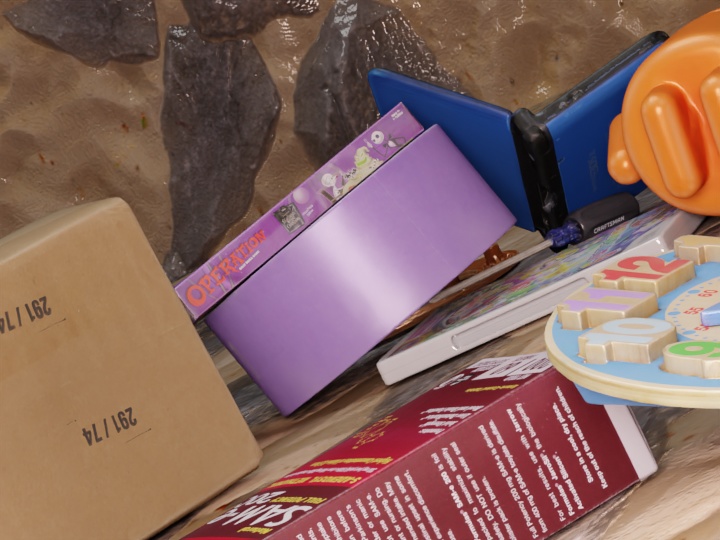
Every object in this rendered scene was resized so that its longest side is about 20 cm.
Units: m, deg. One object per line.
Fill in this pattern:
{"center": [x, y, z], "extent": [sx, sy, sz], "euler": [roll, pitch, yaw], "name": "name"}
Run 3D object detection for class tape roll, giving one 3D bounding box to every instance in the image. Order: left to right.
{"center": [0.000, 0.000, 1.794], "extent": [0.200, 0.085, 0.200], "euler": [-39, 0, 0], "name": "tape roll"}

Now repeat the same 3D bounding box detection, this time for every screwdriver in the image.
{"center": [0.116, -0.016, 1.834], "extent": [0.200, 0.028, 0.029], "euler": [-21, -33, -42], "name": "screwdriver"}

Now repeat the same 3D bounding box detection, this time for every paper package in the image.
{"center": [-0.187, 0.080, 1.574], "extent": [0.200, 0.191, 0.103], "euler": [-32, 7, -36], "name": "paper package"}

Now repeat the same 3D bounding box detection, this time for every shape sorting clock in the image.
{"center": [0.167, 0.011, 1.035], "extent": [0.199, 0.039, 0.200], "euler": [-12, 13, 3], "name": "shape sorting clock"}

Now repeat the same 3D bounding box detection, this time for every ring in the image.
{"center": [0.024, 0.027, 2.029], "extent": [0.200, 0.019, 0.200], "euler": [-26, 4, 2], "name": "ring"}

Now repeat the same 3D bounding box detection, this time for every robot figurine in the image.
{"center": [0.227, -0.102, 1.712], "extent": [0.144, 0.117, 0.200], "euler": [-59, -9, 23], "name": "robot figurine"}

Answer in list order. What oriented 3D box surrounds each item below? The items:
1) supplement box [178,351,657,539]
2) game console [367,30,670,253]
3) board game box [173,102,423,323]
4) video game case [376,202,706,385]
{"center": [0.005, 0.102, 1.083], "extent": [0.200, 0.061, 0.109], "euler": [-30, 6, -23], "name": "supplement box"}
{"center": [0.117, -0.105, 1.866], "extent": [0.171, 0.118, 0.200], "euler": [-36, -22, -6], "name": "game console"}
{"center": [-0.053, -0.026, 1.786], "extent": [0.200, 0.032, 0.120], "euler": [-40, 4, -21], "name": "board game box"}
{"center": [0.116, 0.009, 1.723], "extent": [0.200, 0.018, 0.143], "euler": [-25, 5, 22], "name": "video game case"}
